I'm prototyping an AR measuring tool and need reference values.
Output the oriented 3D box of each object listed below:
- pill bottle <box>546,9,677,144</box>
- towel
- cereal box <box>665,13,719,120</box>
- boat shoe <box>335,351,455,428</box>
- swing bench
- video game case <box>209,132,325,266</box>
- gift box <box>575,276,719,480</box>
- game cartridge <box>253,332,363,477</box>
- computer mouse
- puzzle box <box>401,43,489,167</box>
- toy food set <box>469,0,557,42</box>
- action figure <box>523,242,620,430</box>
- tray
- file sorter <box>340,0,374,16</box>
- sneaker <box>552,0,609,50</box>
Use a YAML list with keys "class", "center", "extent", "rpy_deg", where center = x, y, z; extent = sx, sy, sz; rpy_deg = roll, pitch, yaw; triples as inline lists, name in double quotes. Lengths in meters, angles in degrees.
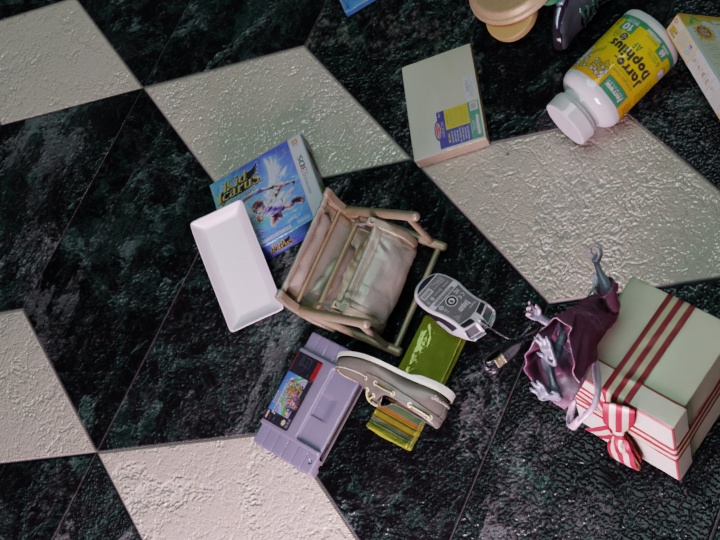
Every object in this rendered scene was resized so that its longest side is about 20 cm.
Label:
- class: "pill bottle"
  center: [0.388, -0.298, 1.609]
  extent: [0.200, 0.113, 0.113]
  rpy_deg: [-44, 56, 0]
- class: "towel"
  center: [0.087, 0.170, 1.585]
  extent: [0.085, 0.018, 0.202]
  rpy_deg: [22, 77, 31]
- class: "cereal box"
  center: [0.553, -0.293, 1.523]
  extent: [0.141, 0.040, 0.203]
  rpy_deg: [0, 55, -26]
- class: "boat shoe"
  center: [0.043, 0.177, 1.547]
  extent: [0.198, 0.072, 0.061]
  rpy_deg: [18, 72, 24]
- class: "swing bench"
  center: [0.000, 0.000, 1.645]
  extent: [0.197, 0.130, 0.202]
  rpy_deg: [16, 75, 36]
- class: "video game case"
  center: [-0.158, -0.120, 1.823]
  extent: [0.197, 0.045, 0.184]
  rpy_deg: [-28, 57, 11]
- class: "gift box"
  center: [0.374, 0.149, 1.369]
  extent: [0.198, 0.185, 0.188]
  rpy_deg: [26, 69, 38]
- class: "game cartridge"
  center: [-0.076, 0.209, 1.636]
  extent: [0.128, 0.038, 0.202]
  rpy_deg: [23, 78, 28]
- class: "computer mouse"
  center: [0.167, 0.073, 1.568]
  extent: [0.199, 0.044, 0.110]
  rpy_deg: [36, 70, 31]
- class: "puzzle box"
  center: [0.144, -0.283, 1.769]
  extent: [0.131, 0.025, 0.204]
  rpy_deg: [-15, 61, 18]
- class: "toy food set"
  center: [0.276, -0.509, 1.788]
  extent: [0.197, 0.048, 0.202]
  rpy_deg: [-42, 49, 16]
- class: "action figure"
  center: [0.285, 0.070, 1.280]
  extent: [0.149, 0.134, 0.199]
  rpy_deg: [47, 49, 7]
- class: "tray"
  center: [-0.210, -0.008, 1.765]
  extent: [0.106, 0.022, 0.203]
  rpy_deg: [-23, 86, 13]
- class: "file sorter"
  center: [0.019, -0.607, 1.925]
  extent: [0.197, 0.123, 0.141]
  rpy_deg: [-28, 58, 10]
- class: "sneaker"
  center: [0.381, -0.454, 1.712]
  extent: [0.086, 0.075, 0.203]
  rpy_deg: [14, 72, 24]
